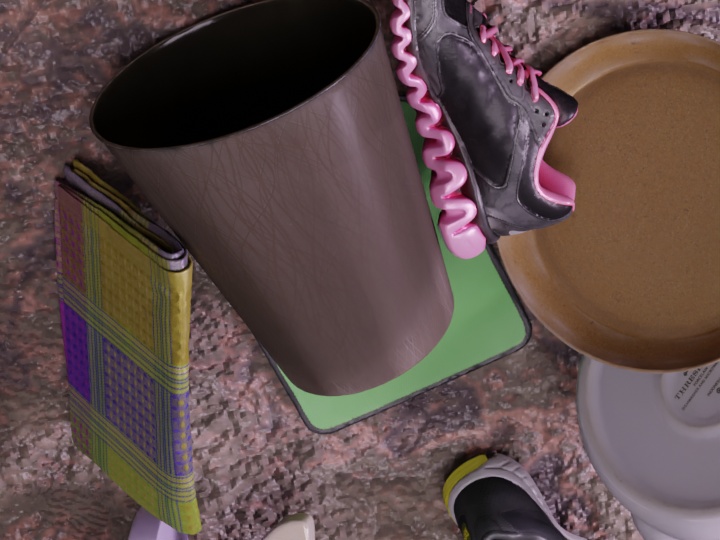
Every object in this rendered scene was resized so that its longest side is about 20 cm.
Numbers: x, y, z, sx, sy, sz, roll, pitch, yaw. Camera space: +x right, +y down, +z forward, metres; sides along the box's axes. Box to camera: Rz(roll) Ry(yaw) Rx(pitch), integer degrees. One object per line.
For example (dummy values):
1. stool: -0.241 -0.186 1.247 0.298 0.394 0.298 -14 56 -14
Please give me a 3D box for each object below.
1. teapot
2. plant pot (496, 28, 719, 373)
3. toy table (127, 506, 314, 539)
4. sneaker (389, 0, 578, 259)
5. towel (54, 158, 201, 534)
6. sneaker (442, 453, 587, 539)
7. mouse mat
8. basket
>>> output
1. teapot: 0.239 0.079 1.406 0.199 0.198 0.146 -17 159 27
2. plant pot: 0.175 -0.041 1.346 0.199 0.027 0.201 2 94 23
3. toy table: -0.083 0.249 1.468 0.117 0.184 0.201 0 113 10
4. sneaker: 0.074 -0.105 1.312 0.095 0.079 0.201 -9 119 15
5. towel: -0.138 0.047 1.366 0.023 0.144 0.201 -19 124 -31
6. sneaker: 0.125 0.209 1.503 0.074 0.085 0.200 -40 115 18
7. mouse mat: 0.000 0.000 1.418 0.161 0.008 0.200 -24 119 8
8. basket: -0.032 -0.037 1.318 0.180 0.136 0.200 -12 126 24
